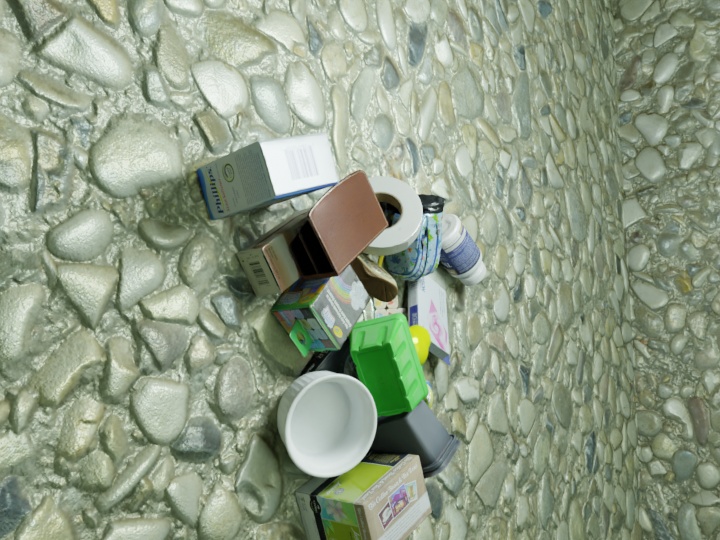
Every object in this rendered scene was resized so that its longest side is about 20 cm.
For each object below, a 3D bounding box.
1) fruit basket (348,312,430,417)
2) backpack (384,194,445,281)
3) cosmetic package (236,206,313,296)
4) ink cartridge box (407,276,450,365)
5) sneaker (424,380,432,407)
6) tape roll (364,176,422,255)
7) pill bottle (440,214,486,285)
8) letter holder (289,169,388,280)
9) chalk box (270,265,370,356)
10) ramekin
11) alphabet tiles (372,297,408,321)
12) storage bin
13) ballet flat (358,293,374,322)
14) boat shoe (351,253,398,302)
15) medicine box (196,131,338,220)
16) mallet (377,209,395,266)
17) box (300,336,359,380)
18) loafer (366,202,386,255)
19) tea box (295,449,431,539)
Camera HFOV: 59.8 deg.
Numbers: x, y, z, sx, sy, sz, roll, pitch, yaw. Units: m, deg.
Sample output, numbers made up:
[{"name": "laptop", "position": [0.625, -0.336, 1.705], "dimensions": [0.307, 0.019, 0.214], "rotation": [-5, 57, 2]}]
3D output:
[{"name": "fruit basket", "position": [0.072, 0.187, 1.352], "dimensions": [0.215, 0.152, 0.221], "rotation": [-14, 90, -73]}, {"name": "backpack", "position": [0.131, -0.078, 1.576], "dimensions": [0.153, 0.161, 0.204], "rotation": [-36, 128, -43]}, {"name": "cosmetic package", "position": [-0.145, -0.042, 1.289], "dimensions": [0.200, 0.086, 0.105], "rotation": [-43, 115, -44]}, {"name": "ink cartridge box", "position": [0.194, 0.122, 1.659], "dimensions": [0.199, 0.043, 0.200], "rotation": [35, 43, -39]}, {"name": "sneaker", "position": [0.133, 0.357, 1.526], "dimensions": [0.203, 0.075, 0.105], "rotation": [-67, 170, 21]}, {"name": "tape roll", "position": [0.047, -0.128, 1.455], "dimensions": [0.037, 0.198, 0.206], "rotation": [88, 20, -60]}, {"name": "pill bottle", "position": [0.274, -0.052, 1.762], "dimensions": [0.201, 0.109, 0.112], "rotation": [49, 51, -32]}, {"name": "letter holder", "position": [-0.054, -0.098, 1.260], "dimensions": [0.200, 0.099, 0.144], "rotation": [-45, 118, -42]}, {"name": "chalk box", "position": [-0.091, 0.087, 1.307], "dimensions": [0.126, 0.122, 0.201], "rotation": [58, 47, -26]}, {"name": "ramekin", "position": [-0.074, 0.301, 1.264], "dimensions": [0.196, 0.097, 0.206], "rotation": [-2, 95, -25]}, {"name": "alphabet tiles", "position": [0.065, 0.156, 1.559], "dimensions": [0.193, 0.014, 0.205], "rotation": [3, 82, -49]}, {"name": "storage bin", "position": [0.106, 0.370, 1.398], "dimensions": [0.145, 0.198, 0.136], "rotation": [-37, 97, -47]}, {"name": "ballet flat", "position": [-0.003, 0.142, 1.444], "dimensions": [0.061, 0.067, 0.205], "rotation": [4, 80, -41]}, {"name": "boat shoe", "position": [0.000, 0.000, 1.449], "dimensions": [0.199, 0.073, 0.063], "rotation": [37, 22, -15]}, {"name": "medicine box", "position": [-0.175, -0.180, 1.191], "dimensions": [0.181, 0.197, 0.105], "rotation": [-22, 98, -48]}, {"name": "mallet", "position": [0.046, -0.044, 1.501], "dimensions": [0.065, 0.041, 0.205], "rotation": [-10, 114, -50]}, {"name": "box", "position": [-0.016, 0.240, 1.383], "dimensions": [0.160, 0.043, 0.201], "rotation": [-47, 116, -21]}, {"name": "loafer", "position": [0.032, -0.123, 1.523], "dimensions": [0.070, 0.067, 0.204], "rotation": [29, 59, -33]}, {"name": "tea box", "position": [0.009, 0.481, 1.302], "dimensions": [0.198, 0.194, 0.137], "rotation": [-22, 100, -47]}]
